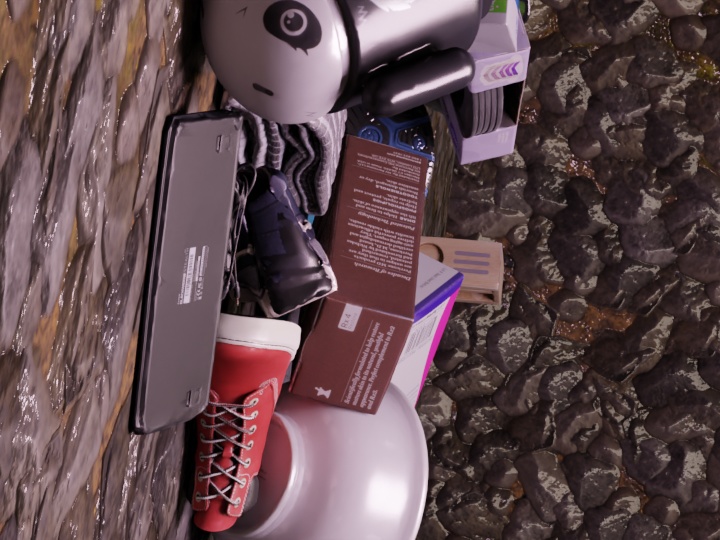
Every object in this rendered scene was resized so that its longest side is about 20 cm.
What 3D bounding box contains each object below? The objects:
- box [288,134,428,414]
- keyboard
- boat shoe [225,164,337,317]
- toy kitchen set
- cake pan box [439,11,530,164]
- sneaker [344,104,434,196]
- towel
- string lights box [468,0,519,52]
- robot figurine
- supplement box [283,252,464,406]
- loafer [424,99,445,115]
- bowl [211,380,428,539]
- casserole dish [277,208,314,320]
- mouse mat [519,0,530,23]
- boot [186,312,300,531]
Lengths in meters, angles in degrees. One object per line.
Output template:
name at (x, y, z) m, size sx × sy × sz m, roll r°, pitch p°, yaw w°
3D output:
box at (0.000, 0.000, 1.738) m, size 0.200 × 0.075 × 0.100 m, roll -81°, pitch -171°, yaw -51°
keyboard at (-0.113, -0.002, 1.457) m, size 0.104 × 0.040 × 0.201 m, roll -11°, pitch 113°, yaw -59°
boat shoe at (-0.067, -0.029, 1.612) m, size 0.093 × 0.075 × 0.200 m, roll 68°, pitch -11°, yaw -9°
toy kitchen set at (0.031, 0.060, 2.118) m, size 0.163 × 0.180 × 0.201 m, roll 75°, pitch 21°, yaw -73°
cake pan box at (0.080, -0.202, 1.802) m, size 0.184 × 0.052 × 0.201 m, roll 89°, pitch -14°, yaw -69°
sneaker at (0.007, -0.130, 1.888) m, size 0.077 × 0.075 × 0.201 m, roll 128°, pitch -51°, yaw -71°
towel at (-0.037, -0.143, 1.646) m, size 0.200 × 0.085 × 0.166 m, roll 81°, pitch 19°, yaw -71°
string lights box at (0.059, -0.251, 1.579) m, size 0.059 × 0.102 × 0.201 m, roll 53°, pitch 39°, yaw -73°
robot figurine at (-0.005, -0.170, 1.453) m, size 0.150 × 0.200 × 0.125 m, roll 14°, pitch -57°, yaw 55°
supplement box at (-0.007, 0.080, 1.896) m, size 0.101 × 0.103 × 0.200 m, roll -35°, pitch 148°, yaw -57°
loafer at (0.052, -0.193, 1.924) m, size 0.075 × 0.200 × 0.070 m, roll -13°, pitch 140°, yaw -59°
bowl at (-0.051, 0.160, 1.735) m, size 0.090 × 0.201 × 0.202 m, roll 23°, pitch 71°, yaw -39°
casserole dish at (-0.051, -0.025, 1.908) m, size 0.200 × 0.039 × 0.121 m, roll 90°, pitch 10°, yaw -58°
mouse mat at (0.067, -0.302, 1.944) m, size 0.008 × 0.161 × 0.201 m, roll -19°, pitch 109°, yaw -60°
boot at (-0.089, 0.106, 1.617) m, size 0.200 × 0.072 × 0.145 m, roll 87°, pitch 14°, yaw -78°
